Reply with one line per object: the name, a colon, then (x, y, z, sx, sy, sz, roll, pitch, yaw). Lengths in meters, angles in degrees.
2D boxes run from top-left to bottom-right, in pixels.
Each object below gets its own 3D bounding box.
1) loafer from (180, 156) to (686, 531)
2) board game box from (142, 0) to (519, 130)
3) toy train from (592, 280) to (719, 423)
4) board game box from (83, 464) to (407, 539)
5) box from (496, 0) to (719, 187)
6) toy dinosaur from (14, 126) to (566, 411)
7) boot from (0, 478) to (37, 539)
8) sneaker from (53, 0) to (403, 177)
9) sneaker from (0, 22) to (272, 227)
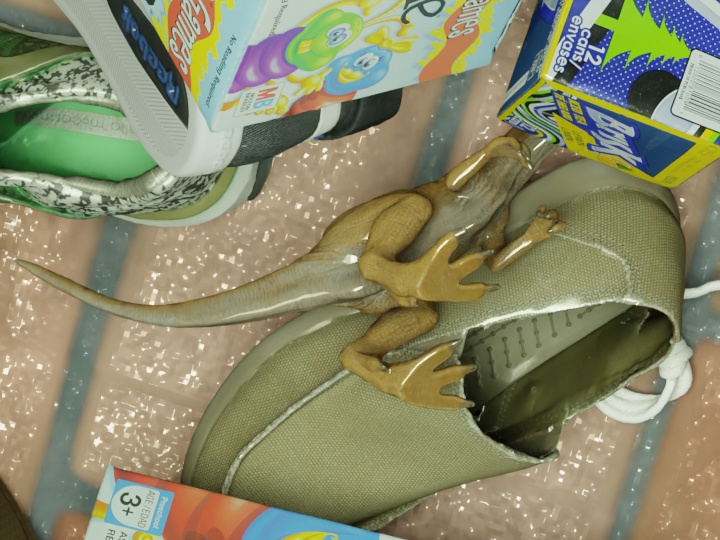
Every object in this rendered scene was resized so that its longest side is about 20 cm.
loafer: (0.024, 0.039, 0.987, 0.200, 0.067, 0.076, -39, 126, 13)
board game box: (-0.033, -0.160, 0.908, 0.200, 0.103, 0.105, 60, 148, 23)
toy train: (0.173, 0.066, 0.977, 0.200, 0.056, 0.150, 43, 103, 3)
board game box: (0.000, 0.153, 0.971, 0.200, 0.105, 0.103, 13, 60, 4)
box: (0.108, -0.132, 0.918, 0.064, 0.070, 0.200, 21, 79, -5)
toy dinosaur: (0.000, 0.000, 0.957, 0.200, 0.106, 0.060, -25, 122, -5)
boot: (-0.211, 0.106, 1.058, 0.155, 0.074, 0.200, -46, 74, 13)
sneaker: (-0.048, -0.116, 0.999, 0.200, 0.112, 0.073, 62, 146, 28)
sneaker: (-0.134, -0.053, 1.009, 0.200, 0.089, 0.077, 3, 98, 12)
